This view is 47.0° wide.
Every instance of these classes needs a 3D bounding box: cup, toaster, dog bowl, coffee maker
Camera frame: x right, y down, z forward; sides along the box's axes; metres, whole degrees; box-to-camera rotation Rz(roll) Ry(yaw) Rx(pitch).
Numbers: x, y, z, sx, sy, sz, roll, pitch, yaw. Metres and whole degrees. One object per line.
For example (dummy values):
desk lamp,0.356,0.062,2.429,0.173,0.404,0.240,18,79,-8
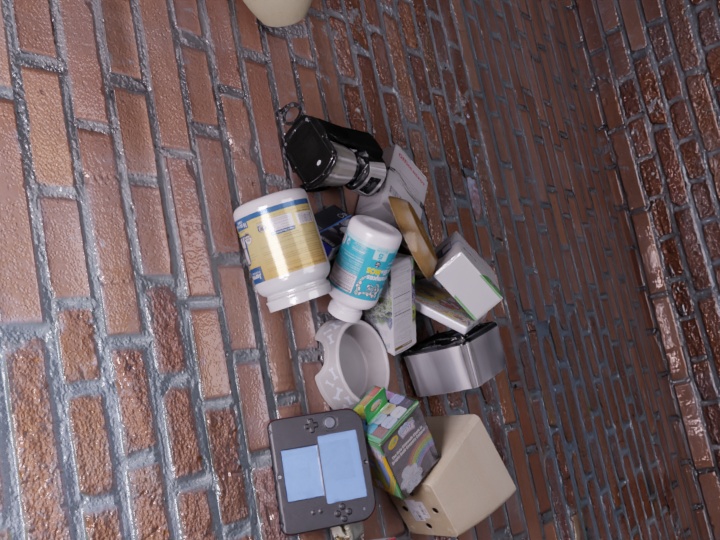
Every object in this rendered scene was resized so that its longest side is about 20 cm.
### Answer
cup,-0.171,-0.596,1.721,0.201,0.198,0.144,-67,155,-44
toaster,0.212,0.200,1.880,0.199,0.180,0.120,-19,92,-56
dog bowl,-0.013,0.191,1.678,0.199,0.058,0.202,27,54,-45
coffee maker,-0.052,-0.258,1.759,0.199,0.134,0.194,4,71,-54

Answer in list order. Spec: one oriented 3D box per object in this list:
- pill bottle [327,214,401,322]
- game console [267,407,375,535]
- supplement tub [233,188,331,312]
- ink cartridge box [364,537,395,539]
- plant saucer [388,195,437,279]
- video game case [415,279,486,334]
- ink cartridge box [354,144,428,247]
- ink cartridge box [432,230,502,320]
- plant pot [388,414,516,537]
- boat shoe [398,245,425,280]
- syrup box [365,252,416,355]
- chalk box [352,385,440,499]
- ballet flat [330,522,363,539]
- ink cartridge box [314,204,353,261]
pill bottle,0.000,0.000,1.645,0.110,0.110,0.201,-7,123,-55
game console,-0.068,0.355,1.476,0.175,0.031,0.202,-5,77,-21
supplement tub,-0.140,-0.037,1.526,0.144,0.144,0.202,-17,89,-56
ink cartridge box,0.013,0.605,1.505,0.144,0.083,0.202,4,72,-54
plant saucer,0.119,-0.078,1.785,0.201,0.035,0.200,61,11,-19
video game case,0.176,0.074,1.881,0.182,0.199,0.023,-21,135,-66
ink cartridge box,0.076,-0.170,1.942,0.145,0.084,0.201,46,43,-34
ink cartridge box,0.240,0.008,1.892,0.145,0.087,0.200,46,16,-10
plant pot,0.168,0.437,1.716,0.177,0.199,0.201,-42,110,-42
boat shoe,0.083,-0.021,1.899,0.200,0.066,0.072,21,45,-31
syrup box,0.063,0.068,1.749,0.081,0.078,0.202,-24,118,-43
chalk box,0.048,0.313,1.592,0.124,0.123,0.201,-41,124,-31
ballet flat,-0.052,0.412,1.517,0.064,0.067,0.201,-32,101,-50
ink cartridge box,-0.070,-0.072,1.689,0.099,0.039,0.200,33,33,14
